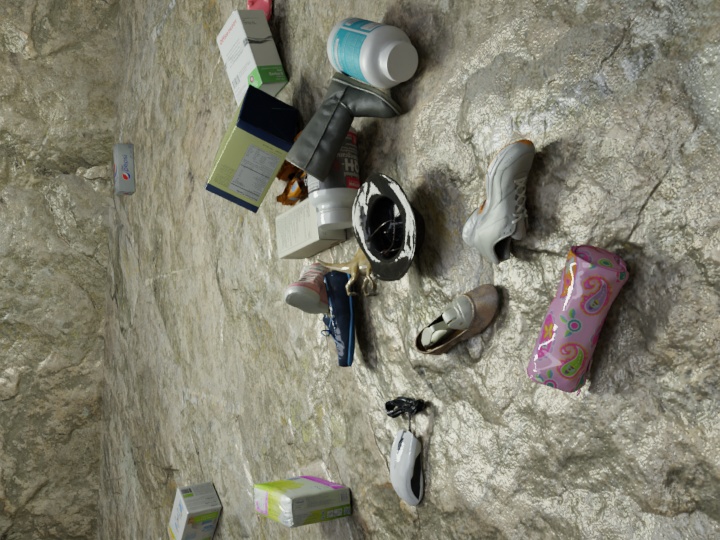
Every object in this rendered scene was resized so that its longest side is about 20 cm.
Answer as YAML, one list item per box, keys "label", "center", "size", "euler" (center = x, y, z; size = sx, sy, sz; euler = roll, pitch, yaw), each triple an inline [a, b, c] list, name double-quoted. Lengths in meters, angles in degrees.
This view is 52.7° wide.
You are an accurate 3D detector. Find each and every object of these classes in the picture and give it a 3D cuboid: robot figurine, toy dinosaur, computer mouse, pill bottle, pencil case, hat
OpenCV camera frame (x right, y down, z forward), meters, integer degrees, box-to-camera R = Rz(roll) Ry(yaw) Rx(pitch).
- label: "robot figurine"
  center: [-0.139, -0.242, 1.673]
  size: [0.200, 0.058, 0.147]
  euler: [-46, 51, 48]
- label: "toy dinosaur"
  center: [0.000, 0.000, 1.461]
  size: [0.198, 0.058, 0.103]
  euler: [-14, 72, 39]
- label: "computer mouse"
  center: [0.081, 0.336, 1.345]
  size: [0.109, 0.043, 0.203]
  euler: [-6, 85, 56]
- label: "pill bottle"
  center: [0.026, -0.409, 1.368]
  size: [0.200, 0.110, 0.112]
  euler: [39, 122, 51]
- label: "pencil case"
  center: [0.292, 0.069, 0.982]
  size: [0.087, 0.086, 0.203]
  euler: [40, 124, 50]
- label: "pill bottle"
  center: [-0.055, -0.191, 1.495]
  size: [0.110, 0.109, 0.203]
  euler: [-14, 79, 56]
- label: "hat"
  center: [0.068, -0.083, 1.334]
  size: [0.200, 0.080, 0.204]
  euler: [23, 117, 54]

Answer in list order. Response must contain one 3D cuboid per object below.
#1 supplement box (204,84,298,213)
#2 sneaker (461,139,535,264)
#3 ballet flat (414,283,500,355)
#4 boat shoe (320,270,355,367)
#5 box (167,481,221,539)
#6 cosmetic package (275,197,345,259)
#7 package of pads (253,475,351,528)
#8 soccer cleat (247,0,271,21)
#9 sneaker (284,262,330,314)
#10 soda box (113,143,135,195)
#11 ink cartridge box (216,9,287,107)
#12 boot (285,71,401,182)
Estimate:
- label: "supplement box"
  center: [-0.252, -0.284, 1.697]
  size: [0.201, 0.133, 0.201]
  euler: [-55, 19, 30]
- label: "sneaker"
  center: [0.229, -0.099, 1.098]
  size: [0.092, 0.075, 0.202]
  euler: [49, 138, 36]
- label: "ballet flat"
  center: [0.154, 0.089, 1.208]
  size: [0.200, 0.066, 0.069]
  euler: [-51, 49, 44]
- label: "boat shoe"
  center: [-0.047, 0.101, 1.509]
  size: [0.084, 0.068, 0.203]
  euler: [74, -167, -70]
- label: "box"
  center: [-0.505, 0.755, 2.203]
  size: [0.102, 0.111, 0.202]
  euler: [50, 130, 43]
- label: "cosmetic package"
  center: [-0.114, -0.094, 1.625]
  size: [0.199, 0.070, 0.107]
  euler: [-17, 75, 56]
- label: "package of pads"
  center: [-0.134, 0.498, 1.581]
  size: [0.199, 0.153, 0.069]
  euler: [-11, 81, 57]
- label: "soccer cleat"
  center: [-0.266, -0.723, 1.886]
  size: [0.076, 0.066, 0.203]
  euler: [42, -145, -84]
- label: "sneaker"
  center: [-0.111, 0.027, 1.549]
  size: [0.200, 0.074, 0.106]
  euler: [49, -138, -73]
- label: "soda box"
  center: [-0.965, -0.412, 2.963]
  size: [0.063, 0.067, 0.203]
  euler: [-17, 77, 56]
- label: "ink cartridge box"
  center: [-0.275, -0.531, 1.830]
  size: [0.145, 0.083, 0.203]
  euler: [-26, 81, 55]
- label: "boot"
  center: [-0.035, -0.264, 1.402]
  size: [0.181, 0.072, 0.202]
  euler: [28, 86, 30]
